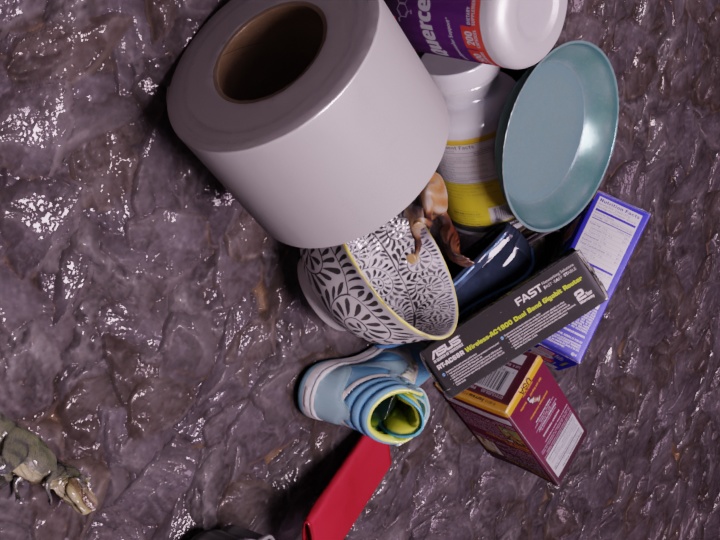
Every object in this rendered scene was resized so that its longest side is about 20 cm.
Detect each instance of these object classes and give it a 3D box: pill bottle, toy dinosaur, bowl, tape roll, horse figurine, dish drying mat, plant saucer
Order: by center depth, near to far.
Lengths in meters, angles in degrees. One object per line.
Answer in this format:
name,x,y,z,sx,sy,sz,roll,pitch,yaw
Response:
toy dinosaur,-0.292,0.156,0.917,0.088,0.047,0.200,-61,140,-33
tape roll,-0.043,-0.139,0.954,0.203,0.202,0.139,-56,138,-15
pill bottle,0.084,-0.255,1.046,0.112,0.200,0.113,-20,119,-42
bowl,0.000,0.000,1.113,0.094,0.201,0.201,-32,146,24
horse figurine,0.047,-0.090,1.126,0.200,0.050,0.133,56,28,-14
plant saucer,0.198,-0.140,1.172,0.200,0.036,0.201,-21,121,-40
pill bottle,0.124,-0.143,1.205,0.112,0.112,0.200,-42,132,-28
dish drying mat,-0.014,0.239,1.225,0.200,0.018,0.077,-48,139,-53

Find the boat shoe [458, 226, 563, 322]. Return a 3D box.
boat shoe,0.176,0.018,1.348,0.072,0.065,0.200,47,63,-14

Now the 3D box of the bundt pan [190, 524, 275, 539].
bundt pan,-0.148,0.343,1.125,0.202,0.076,0.202,-22,121,-41

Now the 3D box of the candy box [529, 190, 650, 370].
candy box,0.268,0.016,1.394,0.200,0.077,0.169,-62,175,-7

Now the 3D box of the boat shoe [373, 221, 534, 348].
boat shoe,0.087,0.009,1.221,0.200,0.084,0.069,-32,117,2

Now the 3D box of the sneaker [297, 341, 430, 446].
sneaker,0.044,0.133,1.212,0.200,0.130,0.080,-16,116,-45

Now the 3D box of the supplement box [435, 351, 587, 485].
supplement box,0.191,0.172,1.406,0.086,0.110,0.200,-56,138,-17

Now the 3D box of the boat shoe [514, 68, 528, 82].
boat shoe,0.190,-0.156,1.306,0.060,0.076,0.201,-6,97,-4

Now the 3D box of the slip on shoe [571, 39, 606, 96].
slip on shoe,0.250,-0.212,1.314,0.200,0.076,0.061,19,50,-78

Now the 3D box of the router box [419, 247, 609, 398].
router box,0.167,0.053,1.221,0.200,0.062,0.150,-34,176,9
